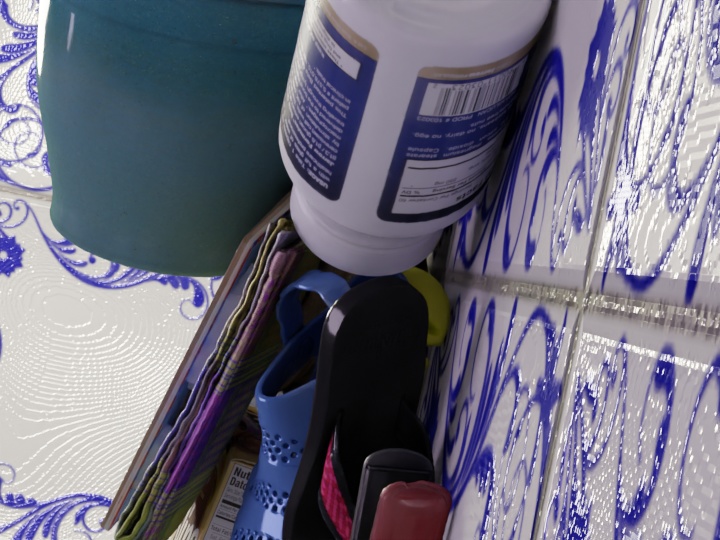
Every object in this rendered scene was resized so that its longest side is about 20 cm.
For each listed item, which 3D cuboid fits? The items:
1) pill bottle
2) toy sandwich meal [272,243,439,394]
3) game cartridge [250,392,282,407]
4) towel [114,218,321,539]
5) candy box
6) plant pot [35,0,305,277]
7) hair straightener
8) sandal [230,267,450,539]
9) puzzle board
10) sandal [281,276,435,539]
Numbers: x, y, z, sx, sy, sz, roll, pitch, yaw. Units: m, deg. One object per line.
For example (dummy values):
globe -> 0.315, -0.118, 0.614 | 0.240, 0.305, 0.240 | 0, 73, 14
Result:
pill bottle -> 0.020, -0.087, 1.153 | 0.200, 0.111, 0.111 | 107, 173, -53
toy sandwich meal -> 0.000, 0.000, 1.414 | 0.205, 0.070, 0.205 | -60, 13, 23
game cartridge -> -0.021, -0.004, 1.569 | 0.133, 0.040, 0.200 | -28, 32, 53
towel -> -0.073, 0.060, 1.286 | 0.200, 0.023, 0.144 | -63, -5, 7
candy box -> -0.090, 0.189, 1.404 | 0.117, 0.056, 0.200 | -108, 41, -76
plant pot -> -0.104, -0.104, 1.399 | 0.200, 0.200, 0.188 | -89, 11, -71
hair straightener -> 0.005, 0.175, 1.135 | 0.077, 0.041, 0.200 | -119, 33, -64
sandal -> -0.028, 0.079, 1.227 | 0.087, 0.079, 0.200 | 31, -106, -48
puzzle board -> -0.081, 0.046, 1.370 | 0.200, 0.017, 0.151 | -63, -4, 22
sandal -> 0.006, 0.096, 1.153 | 0.045, 0.075, 0.200 | 41, 139, 40
